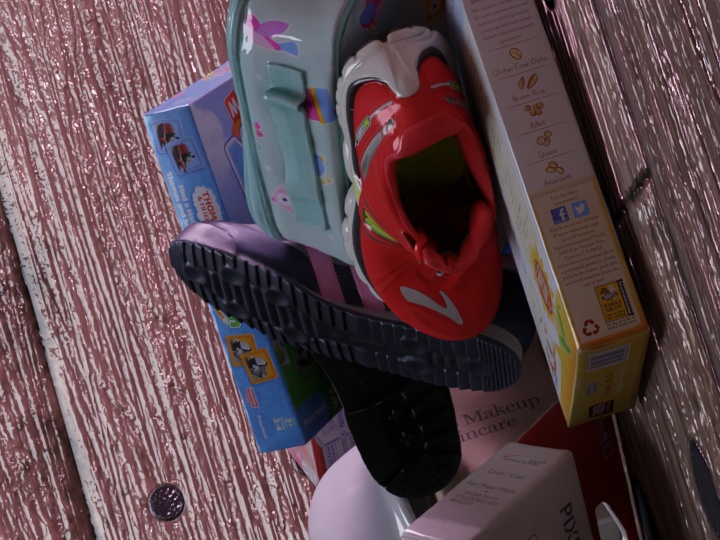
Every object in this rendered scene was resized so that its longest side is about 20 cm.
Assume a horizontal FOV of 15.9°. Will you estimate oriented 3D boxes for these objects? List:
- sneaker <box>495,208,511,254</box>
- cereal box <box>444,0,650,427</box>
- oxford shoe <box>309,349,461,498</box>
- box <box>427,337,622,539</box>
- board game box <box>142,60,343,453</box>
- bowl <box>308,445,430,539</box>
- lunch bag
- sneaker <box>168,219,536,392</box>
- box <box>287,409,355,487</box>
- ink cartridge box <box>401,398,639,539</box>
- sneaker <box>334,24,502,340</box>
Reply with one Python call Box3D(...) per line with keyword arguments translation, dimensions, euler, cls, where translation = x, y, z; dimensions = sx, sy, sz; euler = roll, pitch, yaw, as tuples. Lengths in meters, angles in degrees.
Box3D(translation=(0.049, -0.025, 1.484), dimensions=(0.200, 0.080, 0.148), euler=(103, 155, -71), cls="sneaker")
Box3D(translation=(0.084, -0.040, 1.206), dimensions=(0.144, 0.039, 0.201), euler=(79, 175, -74), cls="cereal box")
Box3D(translation=(0.003, 0.029, 1.441), dimensions=(0.084, 0.072, 0.202), euler=(22, -128, -84), cls="oxford shoe")
Box3D(translation=(0.085, 0.119, 1.500), dimensions=(0.200, 0.094, 0.078), euler=(-114, 8, -53), cls="box")
Box3D(translation=(-0.044, -0.020, 1.467), dimensions=(0.151, 0.036, 0.201), euler=(-41, -65, -57), cls="board game box")
Box3D(translation=(0.021, 0.195, 1.555), dimensions=(0.202, 0.090, 0.201), euler=(62, -175, -10), cls="bowl")
Box3D(translation=(-0.003, -0.109, 1.290), dimensions=(0.077, 0.161, 0.201), euler=(21, 145, 23), cls="lunch bag")
Box3D(translation=(0.000, 0.000, 1.372), dimensions=(0.070, 0.198, 0.082), euler=(94, -165, -59), cls="sneaker")
Box3D(translation=(-0.021, 0.027, 1.691), dimensions=(0.095, 0.102, 0.201), euler=(46, 156, 47), cls="box")
Box3D(translation=(0.107, 0.175, 1.291), dimensions=(0.044, 0.176, 0.201), euler=(6, 121, 40), cls="ink cartridge box")
Box3D(translation=(0.032, -0.022, 1.231), dimensions=(0.201, 0.077, 0.085), euler=(72, 175, -49), cls="sneaker")
